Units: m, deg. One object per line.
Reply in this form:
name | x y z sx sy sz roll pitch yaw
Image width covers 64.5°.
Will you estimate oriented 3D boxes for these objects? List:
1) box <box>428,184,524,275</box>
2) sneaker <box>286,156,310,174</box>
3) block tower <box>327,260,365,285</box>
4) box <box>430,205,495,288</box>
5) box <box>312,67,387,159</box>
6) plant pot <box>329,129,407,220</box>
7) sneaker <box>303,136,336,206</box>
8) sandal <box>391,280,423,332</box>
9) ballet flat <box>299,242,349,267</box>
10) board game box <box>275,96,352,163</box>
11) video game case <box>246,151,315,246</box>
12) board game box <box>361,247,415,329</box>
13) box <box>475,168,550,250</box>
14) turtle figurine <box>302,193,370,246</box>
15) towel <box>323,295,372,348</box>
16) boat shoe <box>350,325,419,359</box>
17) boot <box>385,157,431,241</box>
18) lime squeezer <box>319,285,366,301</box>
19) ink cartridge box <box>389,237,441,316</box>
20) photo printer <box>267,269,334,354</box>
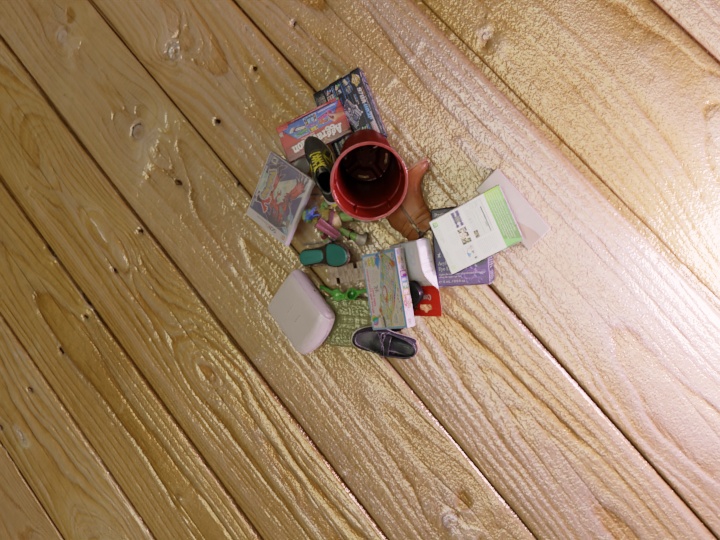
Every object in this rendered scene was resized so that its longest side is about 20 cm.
box | 0.284 -0.098 1.406 0.196 0.036 0.148 -26 85 21
sneaker | -0.209 -0.266 1.677 0.203 0.073 0.082 -58 46 19
block tower | 0.000 0.000 1.617 0.194 0.054 0.060 -12 91 21
box | 0.267 -0.065 1.488 0.143 0.104 0.208 -5 93 21
box | -0.030 -0.435 1.599 0.155 0.046 0.206 -24 86 20
plant pot | 0.018 -0.266 1.493 0.193 0.197 0.207 -1 120 -2
sneaker | -0.099 -0.275 1.521 0.073 0.085 0.205 -26 79 5
sandal | 0.106 0.099 1.542 0.076 0.047 0.203 52 143 22
ballet flat | -0.088 -0.043 1.623 0.195 0.074 0.071 -4 91 40
board game box | -0.129 -0.388 1.582 0.195 0.019 0.106 -24 87 7
video game case | -0.231 -0.205 1.627 0.180 0.023 0.204 35 109 27
board game box | 0.072 0.051 1.518 0.132 0.034 0.208 -8 91 47
box | 0.387 -0.155 1.443 0.078 0.095 0.201 -42 78 18
turtle figurine | -0.067 -0.146 1.622 0.187 0.200 0.149 13 75 -1
towel | -0.019 0.150 1.645 0.193 0.036 0.154 0 95 19
boat shoe | 0.068 0.201 1.577 0.193 0.062 0.077 12 99 2
boot | 0.154 -0.185 1.540 0.155 0.073 0.201 48 120 12
lime squeezer | -0.037 0.063 1.628 0.193 0.070 0.039 -3 99 20
ink cartridge box | 0.144 0.024 1.518 0.046 0.159 0.208 -10 91 -24
photo printer | -0.168 0.127 1.657 0.201 0.069 0.167 51 120 19
